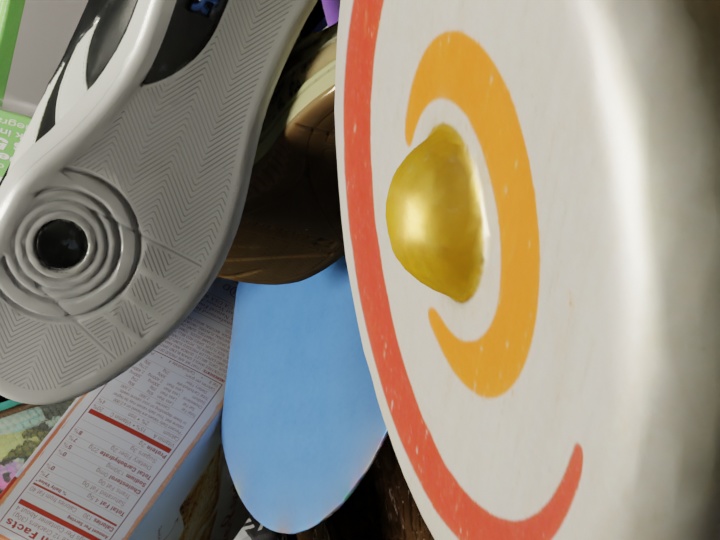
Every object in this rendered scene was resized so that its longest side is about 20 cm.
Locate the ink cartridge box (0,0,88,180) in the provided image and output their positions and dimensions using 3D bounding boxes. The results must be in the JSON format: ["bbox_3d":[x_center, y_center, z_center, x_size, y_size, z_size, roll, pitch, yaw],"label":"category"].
[{"bbox_3d":[-0.113,-0.065,0.906,0.200,0.083,0.147,123,158,-58],"label":"ink cartridge box"}]

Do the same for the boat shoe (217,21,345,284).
[{"bbox_3d":[-0.001,-0.058,0.748,0.200,0.073,0.063,-31,50,48],"label":"boat shoe"}]

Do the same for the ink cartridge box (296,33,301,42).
[{"bbox_3d":[-0.065,-0.144,1.006,0.145,0.048,0.202,-140,44,-65],"label":"ink cartridge box"}]

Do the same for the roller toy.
[{"bbox_3d":[0.072,-0.018,0.468,0.200,0.139,0.184,174,88,-72],"label":"roller toy"}]

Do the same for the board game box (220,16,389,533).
[{"bbox_3d":[0.000,0.000,0.853,0.158,0.039,0.202,163,116,-64],"label":"board game box"}]

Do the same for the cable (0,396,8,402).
[{"bbox_3d":[-0.140,0.032,1.090,0.051,0.200,0.163,48,113,10],"label":"cable"}]

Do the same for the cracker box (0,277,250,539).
[{"bbox_3d":[-0.088,0.091,0.959,0.200,0.057,0.135,-54,-16,-41],"label":"cracker box"}]

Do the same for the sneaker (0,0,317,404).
[{"bbox_3d":[-0.069,-0.058,0.752,0.201,0.073,0.112,-59,18,12],"label":"sneaker"}]

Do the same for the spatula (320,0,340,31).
[{"bbox_3d":[-0.030,-0.066,0.851,0.200,0.020,0.057,123,140,-53],"label":"spatula"}]

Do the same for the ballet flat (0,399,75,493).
[{"bbox_3d":[-0.118,0.081,1.069,0.069,0.199,0.072,-30,83,37],"label":"ballet flat"}]

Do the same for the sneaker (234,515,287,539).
[{"bbox_3d":[-0.106,0.137,1.127,0.200,0.114,0.076,-128,35,-58],"label":"sneaker"}]
